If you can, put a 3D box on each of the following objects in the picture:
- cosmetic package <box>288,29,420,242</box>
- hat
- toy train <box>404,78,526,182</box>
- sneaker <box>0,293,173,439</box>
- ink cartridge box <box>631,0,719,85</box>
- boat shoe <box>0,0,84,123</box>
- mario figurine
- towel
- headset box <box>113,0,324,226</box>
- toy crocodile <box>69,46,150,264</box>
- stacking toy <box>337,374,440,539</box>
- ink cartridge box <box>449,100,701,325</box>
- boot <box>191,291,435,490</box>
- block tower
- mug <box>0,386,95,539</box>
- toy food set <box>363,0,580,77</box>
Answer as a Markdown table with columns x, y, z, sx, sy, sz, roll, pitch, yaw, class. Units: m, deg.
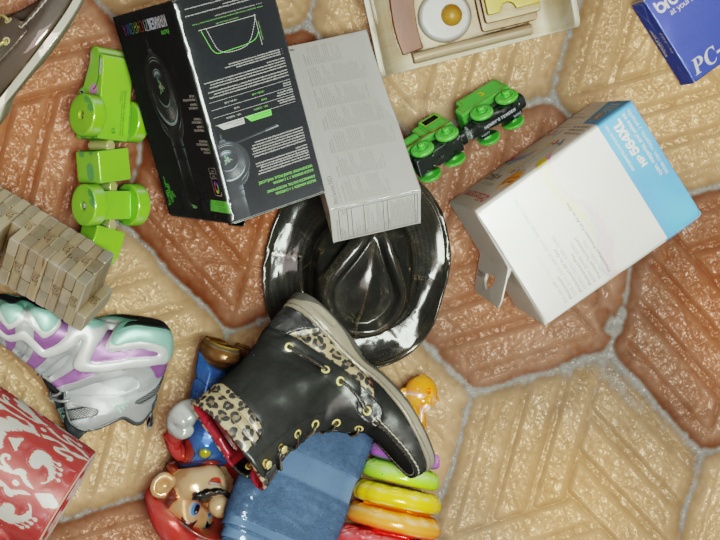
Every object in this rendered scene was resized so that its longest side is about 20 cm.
| x | y | z | sx | sy | sz | roll | pitch | yaw | class |
| --- | --- | --- | --- | --- | --- | --- | --- | --- | --- |
| -0.010 | -0.122 | 1.236 | 0.081 | 0.051 | 0.202 | -11 | 54 | -7 | cosmetic package |
| 0.000 | 0.000 | 1.295 | 0.198 | 0.081 | 0.203 | -1 | 96 | -6 | hat |
| 0.067 | -0.116 | 1.286 | 0.199 | 0.056 | 0.042 | -32 | 129 | -16 | toy train |
| -0.278 | 0.103 | 1.274 | 0.197 | 0.078 | 0.142 | 11 | 95 | -7 | sneaker |
| 0.368 | -0.274 | 1.330 | 0.199 | 0.044 | 0.094 | -35 | 98 | -2 | ink cartridge box |
| -0.316 | -0.192 | 1.241 | 0.059 | 0.072 | 0.201 | 36 | 97 | -12 | boat shoe |
| -0.129 | 0.171 | 1.287 | 0.122 | 0.106 | 0.202 | 17 | 92 | -10 | mario figurine |
| -0.053 | 0.177 | 1.289 | 0.111 | 0.048 | 0.202 | 28 | 72 | -19 | towel |
| -0.124 | -0.139 | 1.204 | 0.092 | 0.174 | 0.202 | -20 | 104 | -23 | headset box |
| -0.236 | -0.102 | 1.268 | 0.067 | 0.061 | 0.203 | -5 | 98 | -48 | toy crocodile |
| 0.037 | 0.198 | 1.321 | 0.115 | 0.109 | 0.203 | 15 | 83 | -24 | stacking toy |
| 0.184 | -0.050 | 1.289 | 0.199 | 0.129 | 0.126 | -34 | 99 | -3 | ink cartridge box |
| -0.041 | 0.138 | 1.233 | 0.150 | 0.073 | 0.201 | -41 | 96 | -25 | boot |
| -0.313 | -0.028 | 1.236 | 0.199 | 0.054 | 0.058 | 32 | 127 | 4 | block tower |
| -0.354 | 0.173 | 1.212 | 0.199 | 0.133 | 0.179 | 31 | 80 | -3 | mug |
| 0.096 | -0.273 | 1.288 | 0.198 | 0.060 | 0.145 | -14 | 98 | -5 | toy food set |
